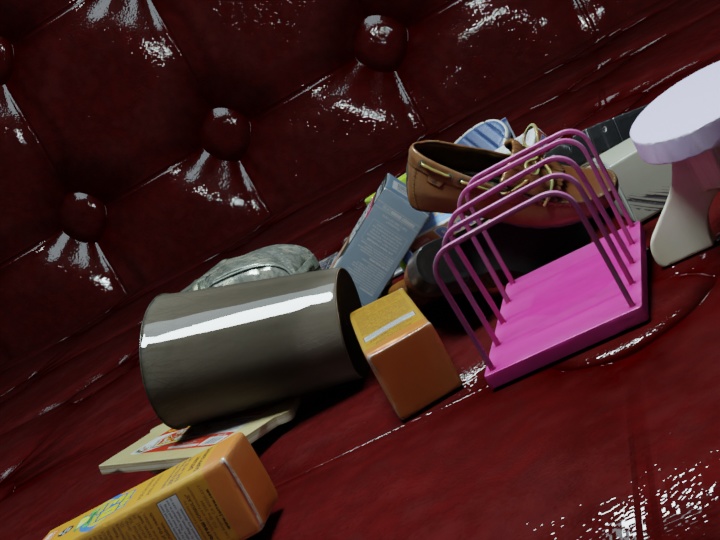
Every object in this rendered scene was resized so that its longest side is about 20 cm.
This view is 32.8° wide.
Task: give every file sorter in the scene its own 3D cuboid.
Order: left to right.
[{"bbox_3d":[0.151,-0.022,1.028,0.138,0.127,0.200,-27,13,21],"label":"file sorter"}]

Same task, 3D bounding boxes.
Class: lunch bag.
[{"bbox_3d":[-0.130,0.043,1.521,0.167,0.140,0.200,-34,4,11],"label":"lunch bag"}]

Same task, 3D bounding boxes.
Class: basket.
[{"bbox_3d":[-0.100,0.072,1.243,0.197,0.138,0.180,-12,9,12],"label":"basket"}]

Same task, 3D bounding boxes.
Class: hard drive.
[{"bbox_3d":[0.310,-0.158,1.413,0.198,0.038,0.140,-23,-2,-22],"label":"hard drive"}]

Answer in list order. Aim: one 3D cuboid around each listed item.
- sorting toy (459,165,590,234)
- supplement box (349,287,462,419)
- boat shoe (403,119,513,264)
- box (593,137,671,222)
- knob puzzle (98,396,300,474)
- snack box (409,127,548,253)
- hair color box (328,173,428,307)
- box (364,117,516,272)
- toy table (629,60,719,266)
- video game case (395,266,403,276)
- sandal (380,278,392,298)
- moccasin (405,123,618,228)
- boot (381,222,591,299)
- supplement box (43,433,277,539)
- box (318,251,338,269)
[{"bbox_3d":[0.178,-0.057,1.335,0.184,0.037,0.199,-27,-1,-34],"label":"sorting toy"},{"bbox_3d":[0.037,0.070,1.117,0.068,0.067,0.200,-30,10,-2],"label":"supplement box"},{"bbox_3d":[0.123,-0.085,1.444,0.072,0.072,0.201,16,-65,-46],"label":"boat shoe"},{"bbox_3d":[0.337,-0.127,1.217,0.198,0.069,0.082,-30,9,5],"label":"box"},{"bbox_3d":[-0.142,0.167,1.261,0.216,0.031,0.220,-19,8,3],"label":"knob puzzle"},{"bbox_3d":[0.123,-0.084,1.339,0.199,0.024,0.073,-29,37,46],"label":"snack box"},{"bbox_3d":[0.000,0.000,1.346,0.202,0.060,0.099,-59,4,13],"label":"hair color box"},{"bbox_3d":[0.118,-0.087,1.513,0.198,0.123,0.048,-31,8,-9],"label":"box"},{"bbox_3d":[0.302,-0.092,0.992,0.182,0.118,0.200,-23,12,34],"label":"toy table"},{"bbox_3d":[0.066,-0.032,1.701,0.180,0.023,0.200,-29,9,10],"label":"video game case"},{"bbox_3d":[0.004,0.033,1.447,0.213,0.069,0.078,-52,-5,7],"label":"sandal"},{"bbox_3d":[0.142,-0.091,1.146,0.198,0.079,0.074,10,40,10],"label":"moccasin"},{"bbox_3d":[0.124,0.003,1.256,0.185,0.069,0.200,-19,-9,-10],"label":"boot"},{"bbox_3d":[-0.168,0.208,0.978,0.198,0.069,0.067,-30,7,12],"label":"supplement box"},{"bbox_3d":[-0.111,0.056,1.702,0.198,0.049,0.159,-29,9,9],"label":"box"}]
